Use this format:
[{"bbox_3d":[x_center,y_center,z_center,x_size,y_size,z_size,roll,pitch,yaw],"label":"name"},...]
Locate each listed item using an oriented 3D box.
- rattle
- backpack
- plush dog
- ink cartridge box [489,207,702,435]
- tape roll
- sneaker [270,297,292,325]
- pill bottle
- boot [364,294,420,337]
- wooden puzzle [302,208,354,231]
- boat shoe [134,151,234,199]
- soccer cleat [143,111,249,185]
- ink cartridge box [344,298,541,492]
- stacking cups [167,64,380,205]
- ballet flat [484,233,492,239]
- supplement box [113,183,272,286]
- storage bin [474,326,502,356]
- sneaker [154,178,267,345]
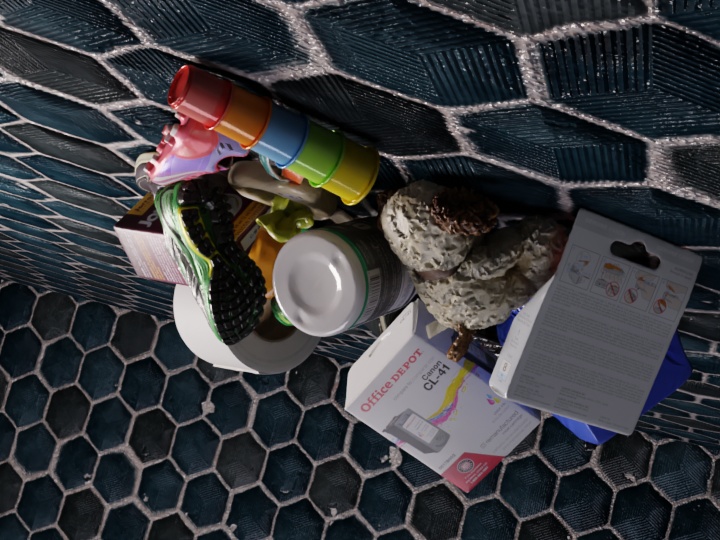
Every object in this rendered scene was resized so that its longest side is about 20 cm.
[{"bbox_3d":[-0.096,-0.054,1.131,0.130,0.143,0.200,35,172,-10],"label":"rattle"},{"bbox_3d":[0.253,0.072,1.213,0.169,0.162,0.200,65,169,-19],"label":"backpack"},{"bbox_3d":[0.088,-0.019,1.081,0.199,0.161,0.172,2,140,52],"label":"plush dog"},{"bbox_3d":[0.237,0.052,1.069,0.159,0.201,0.047,18,-174,-21],"label":"ink cartridge box"},{"bbox_3d":[-0.167,0.052,1.630,0.202,0.204,0.139,22,167,-37],"label":"tape roll"},{"bbox_3d":[-0.070,0.045,1.408,0.074,0.084,0.200,36,-178,-26],"label":"sneaker"},{"bbox_3d":[0.000,0.000,1.179,0.112,0.114,0.200,10,-167,27],"label":"pill bottle"},{"bbox_3d":[0.020,0.039,1.400,0.153,0.074,0.204,37,169,30],"label":"boot"},{"bbox_3d":[-0.059,-0.046,1.395,0.184,0.038,0.200,8,168,34],"label":"wooden puzzle"},{"bbox_3d":[-0.216,-0.100,1.245,0.072,0.065,0.199,22,168,-36],"label":"boat shoe"},{"bbox_3d":[-0.167,-0.117,1.070,0.076,0.067,0.200,28,163,-14],"label":"soccer cleat"},{"bbox_3d":[0.100,0.155,1.299,0.199,0.148,0.086,34,-155,-14],"label":"ink cartridge box"},{"bbox_3d":[-0.079,-0.121,0.946,0.199,0.061,0.060,22,168,-29],"label":"stacking cups"},{"bbox_3d":[0.118,-0.010,1.255,0.199,0.063,0.067,5,167,45],"label":"ballet flat"},{"bbox_3d":[-0.190,-0.045,1.315,0.199,0.111,0.086,9,135,33],"label":"supplement box"},{"bbox_3d":[0.150,0.059,1.508,0.199,0.095,0.135,6,167,46],"label":"storage bin"},{"bbox_3d":[-0.166,-0.011,1.172,0.078,0.201,0.085,-30,-155,-34],"label":"sneaker"}]
